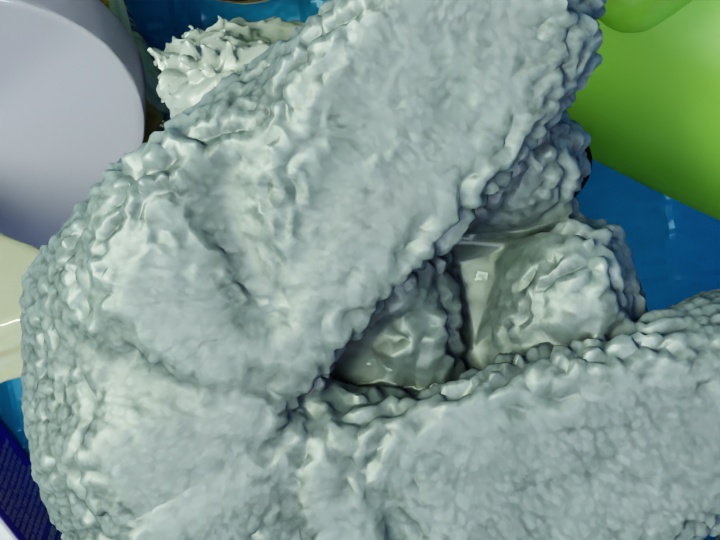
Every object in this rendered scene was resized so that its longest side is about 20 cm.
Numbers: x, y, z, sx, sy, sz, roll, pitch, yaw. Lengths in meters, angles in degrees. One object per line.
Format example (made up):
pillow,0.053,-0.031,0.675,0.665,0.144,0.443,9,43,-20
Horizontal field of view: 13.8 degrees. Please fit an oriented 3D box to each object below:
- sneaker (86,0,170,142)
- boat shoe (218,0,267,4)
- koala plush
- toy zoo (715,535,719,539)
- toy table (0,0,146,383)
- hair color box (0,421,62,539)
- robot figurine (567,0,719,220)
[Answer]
sneaker,-0.088,-0.062,0.907,0.075,0.088,0.201,-15,131,2
boat shoe,-0.072,-0.165,0.873,0.074,0.062,0.201,-26,104,13
koala plush,0.000,0.000,0.782,0.183,0.200,0.178,-31,102,4
toy zoo,0.121,0.084,0.884,0.020,0.131,0.201,1,79,2
toy table,-0.157,0.002,0.821,0.199,0.117,0.184,-28,127,22
hair color box,-0.167,0.080,0.963,0.109,0.065,0.200,-32,106,12
robot figurine,0.107,-0.075,0.833,0.199,0.175,0.116,26,98,11
